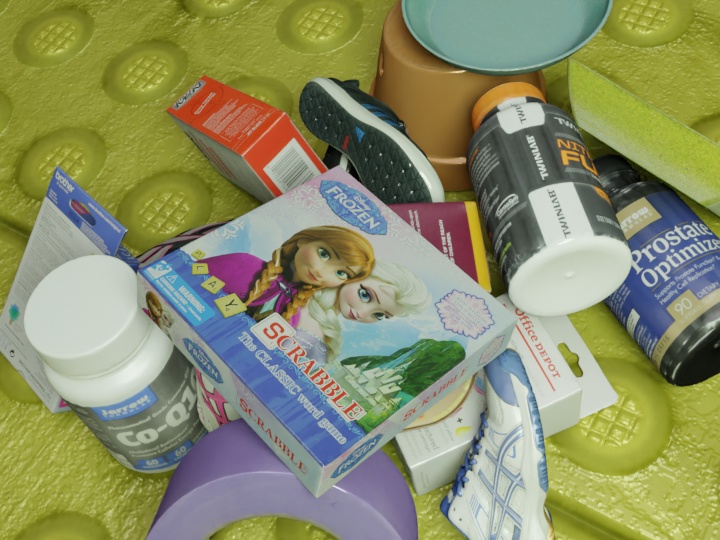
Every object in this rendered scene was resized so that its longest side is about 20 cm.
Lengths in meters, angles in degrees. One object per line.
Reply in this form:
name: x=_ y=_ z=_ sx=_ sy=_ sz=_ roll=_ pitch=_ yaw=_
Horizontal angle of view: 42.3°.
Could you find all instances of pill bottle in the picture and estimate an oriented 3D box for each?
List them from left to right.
pill bottle: x=-0.199 y=0.082 z=0.791 sx=0.112 sy=0.201 sz=0.115 roll=-5 pitch=55 yaw=7
pill bottle: x=0.151 y=-0.070 z=0.800 sx=0.105 sy=0.107 sz=0.202 roll=-13 pitch=54 yaw=1
pill bottle: x=0.259 y=-0.006 z=0.824 sx=0.111 sy=0.112 sz=0.201 roll=-27 pitch=56 yaw=-8

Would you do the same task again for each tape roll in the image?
tape roll: x=-0.055 y=0.211 z=0.675 sx=0.197 sy=0.202 sz=0.085 roll=-8 pitch=20 yaw=5

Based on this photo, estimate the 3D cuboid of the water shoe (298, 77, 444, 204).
water shoe: x=0.026 y=-0.127 z=0.905 sx=0.078 sy=0.072 sz=0.200 roll=-21 pitch=59 yaw=-42

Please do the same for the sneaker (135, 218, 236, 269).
sneaker: x=-0.186 y=0.005 z=0.931 sx=0.198 sy=0.081 sz=0.087 roll=-16 pitch=23 yaw=9

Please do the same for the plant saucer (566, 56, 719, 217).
plant saucer: x=0.286 y=-0.108 z=0.863 sx=0.200 sy=0.199 sz=0.048 roll=39 pitch=105 yaw=26

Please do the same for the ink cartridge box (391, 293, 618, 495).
ink cartridge box: x=0.113 y=0.095 z=0.808 sx=0.198 sy=0.068 sz=0.116 roll=-23 pitch=56 yaw=-6

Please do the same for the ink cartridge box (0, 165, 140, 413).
ink cartridge box: x=-0.275 y=0.018 z=0.876 sx=0.119 sy=0.042 sz=0.201 roll=38 pitch=113 yaw=29

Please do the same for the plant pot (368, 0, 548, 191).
plant pot: x=0.098 y=-0.204 z=0.970 sx=0.197 sy=0.141 sz=0.202 roll=-4 pitch=56 yaw=7

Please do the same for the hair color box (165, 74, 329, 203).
hair color box: x=-0.112 y=-0.125 z=0.932 sx=0.061 sy=0.102 sz=0.200 roll=-46 pitch=37 yaw=-9

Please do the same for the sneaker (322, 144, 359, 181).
sneaker: x=-0.055 y=-0.060 z=0.942 sx=0.089 sy=0.070 sz=0.202 roll=5 pitch=59 yaw=9

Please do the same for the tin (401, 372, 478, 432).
tin: x=-0.003 y=0.077 z=0.731 sx=0.198 sy=0.042 sz=0.113 roll=-9 pitch=84 yaw=-17

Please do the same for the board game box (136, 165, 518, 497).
board game box: x=-0.023 y=0.030 z=0.673 sx=0.199 sy=0.041 sz=0.200 roll=-32 pitch=62 yaw=-34

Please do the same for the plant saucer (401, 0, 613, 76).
plant saucer: x=0.139 y=-0.251 z=0.888 sx=0.197 sy=0.036 sz=0.202 roll=-4 pitch=56 yaw=6

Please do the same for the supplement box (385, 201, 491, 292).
supplement box: x=0.000 y=0.000 z=0.822 sx=0.198 sy=0.110 sz=0.087 roll=-3 pitch=73 yaw=-16

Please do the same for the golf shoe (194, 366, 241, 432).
golf shoe: x=-0.110 y=0.102 z=0.774 sx=0.091 sy=0.201 sz=0.073 roll=-18 pitch=20 yaw=25

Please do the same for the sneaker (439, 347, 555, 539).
sneaker: x=0.101 y=0.163 z=0.715 sx=0.087 sy=0.075 sz=0.203 roll=-6 pitch=89 yaw=10
